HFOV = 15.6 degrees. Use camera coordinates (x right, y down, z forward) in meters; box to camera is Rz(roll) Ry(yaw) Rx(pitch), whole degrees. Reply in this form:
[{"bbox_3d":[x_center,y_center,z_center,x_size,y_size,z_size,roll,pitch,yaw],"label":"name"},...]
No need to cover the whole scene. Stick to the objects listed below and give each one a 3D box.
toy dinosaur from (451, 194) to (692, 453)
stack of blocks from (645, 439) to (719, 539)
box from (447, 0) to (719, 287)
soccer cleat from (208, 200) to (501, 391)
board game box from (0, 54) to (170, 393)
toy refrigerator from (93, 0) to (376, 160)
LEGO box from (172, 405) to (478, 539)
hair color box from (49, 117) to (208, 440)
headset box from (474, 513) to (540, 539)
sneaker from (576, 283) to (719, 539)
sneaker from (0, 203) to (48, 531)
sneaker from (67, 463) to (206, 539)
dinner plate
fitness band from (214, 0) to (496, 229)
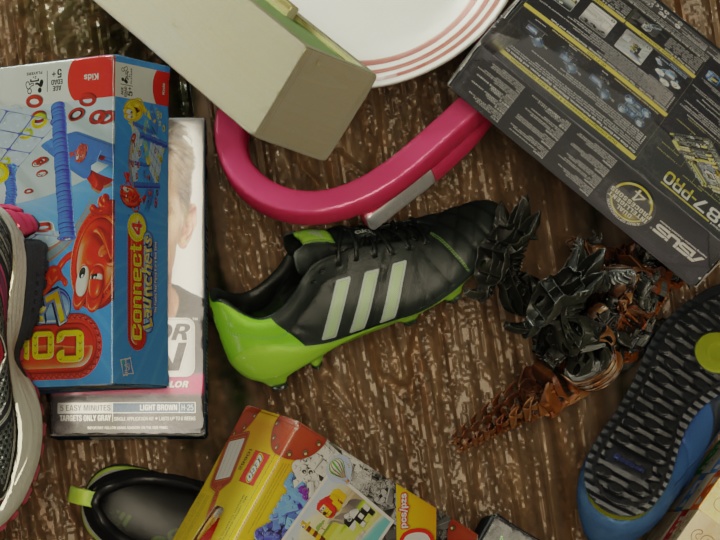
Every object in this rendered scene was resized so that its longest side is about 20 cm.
[{"bbox_3d":[0.137,0.035,1.643,0.102,0.136,0.200,10,61,39],"label":"toy dinosaur"},{"bbox_3d":[0.264,0.110,1.638,0.058,0.115,0.200,37,84,2],"label":"stack of blocks"},{"bbox_3d":[0.171,-0.104,1.643,0.200,0.049,0.161,39,41,0],"label":"box"},{"bbox_3d":[0.000,0.000,1.655,0.199,0.068,0.081,-29,117,-4],"label":"soccer cleat"},{"bbox_3d":[-0.211,-0.023,1.612,0.199,0.056,0.197,-4,83,33],"label":"board game box"},{"bbox_3d":[-0.086,-0.153,1.614,0.200,0.076,0.070,40,104,36],"label":"toy refrigerator"},{"bbox_3d":[-0.045,0.206,1.578,0.149,0.077,0.201,33,80,-25],"label":"LEGO box"},{"bbox_3d":[-0.146,0.006,1.660,0.100,0.061,0.201,-1,84,-2],"label":"hair color box"},{"bbox_3d":[0.111,0.267,1.629,0.200,0.093,0.175,31,84,2],"label":"headset box"},{"bbox_3d":[0.199,0.092,1.671,0.066,0.079,0.200,31,66,16],"label":"sneaker"},{"bbox_3d":[-0.236,0.059,1.544,0.080,0.075,0.201,-3,85,33],"label":"sneaker"},{"bbox_3d":[-0.085,0.169,1.635,0.199,0.083,0.072,11,85,-1],"label":"sneaker"},{"bbox_3d":[0.008,-0.196,1.672,0.199,0.024,0.201,-5,61,10],"label":"dinner plate"},{"bbox_3d":[0.001,-0.109,1.661,0.200,0.037,0.144,-40,65,-10],"label":"fitness band"}]
